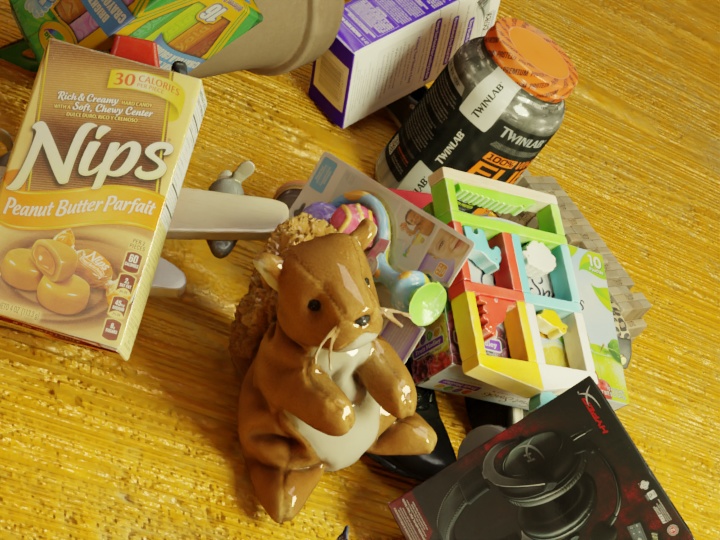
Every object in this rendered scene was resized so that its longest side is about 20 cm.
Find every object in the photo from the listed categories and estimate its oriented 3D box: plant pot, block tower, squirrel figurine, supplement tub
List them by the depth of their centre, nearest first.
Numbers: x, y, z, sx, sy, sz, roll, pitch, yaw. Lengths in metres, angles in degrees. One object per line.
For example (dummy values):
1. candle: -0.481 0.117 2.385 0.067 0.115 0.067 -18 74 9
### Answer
1. squirrel figurine: -0.039 0.041 1.187 0.141 0.187 0.200 -18 42 -17
2. plant pot: -0.142 -0.253 1.504 0.200 0.201 0.174 46 52 13
3. supplement tub: 0.111 -0.135 1.568 0.122 0.200 0.123 25 34 -19
4. block tower: 0.213 -0.013 1.655 0.058 0.054 0.200 -4 51 -48

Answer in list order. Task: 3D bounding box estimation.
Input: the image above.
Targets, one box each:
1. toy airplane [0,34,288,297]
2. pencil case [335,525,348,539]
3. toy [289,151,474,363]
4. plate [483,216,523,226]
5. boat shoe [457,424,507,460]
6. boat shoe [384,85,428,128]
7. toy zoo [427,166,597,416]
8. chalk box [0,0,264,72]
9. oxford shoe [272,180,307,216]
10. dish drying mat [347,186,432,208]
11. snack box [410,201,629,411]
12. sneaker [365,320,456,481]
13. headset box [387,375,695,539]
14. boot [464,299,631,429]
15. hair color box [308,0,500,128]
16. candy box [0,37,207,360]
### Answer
1. toy airplane: -0.183 -0.055 1.256 0.199 0.141 0.200 -41 89 -20
2. pencil case: 0.027 0.271 1.081 0.200 0.091 0.094 46 26 8
3. toy: -0.010 -0.016 1.303 0.200 0.116 0.047 34 5 42
4. plate: 0.150 0.036 1.539 0.199 0.026 0.201 21 45 -23
5. boat shoe: 0.146 0.215 1.287 0.203 0.074 0.086 61 21 19
6. boat shoe: 0.044 -0.192 1.706 0.067 0.057 0.200 -11 56 -51
7. toy zoo: 0.123 0.022 1.294 0.131 0.020 0.201 12 59 -38
8. chalk box: -0.206 -0.215 1.349 0.124 0.199 0.125 62 17 19
9. oxford shoe: 0.000 0.000 1.408 0.200 0.071 0.073 39 34 -1
10. dish drying mat: 0.052 -0.038 1.444 0.077 0.018 0.200 55 21 16
11. snack box: 0.125 0.037 1.342 0.199 0.053 0.143 15 56 -37
12. sneaker: 0.022 0.078 1.313 0.076 0.091 0.200 -2 51 -49
13. headset box: 0.126 0.197 1.190 0.149 0.199 0.077 61 5 32
14. boot: 0.165 0.084 1.438 0.150 0.073 0.201 14 47 -25
15. hair color box: 0.046 -0.234 1.635 0.199 0.110 0.065 -29 62 -27
16. candy box: -0.191 -0.050 1.152 0.115 0.201 0.055 15 -11 2
